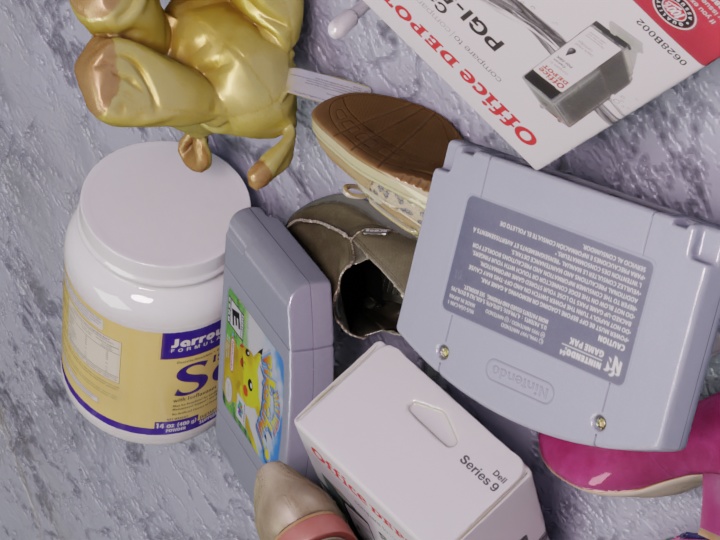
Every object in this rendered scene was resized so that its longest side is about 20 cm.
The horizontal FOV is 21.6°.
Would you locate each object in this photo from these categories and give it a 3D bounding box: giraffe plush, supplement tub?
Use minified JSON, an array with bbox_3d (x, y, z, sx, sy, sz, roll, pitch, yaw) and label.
[{"bbox_3d":[-0.109,-0.143,1.242,0.199,0.174,0.162,32,168,-20],"label":"giraffe plush"},{"bbox_3d":[-0.150,0.017,1.406,0.145,0.145,0.201,44,146,26],"label":"supplement tub"}]

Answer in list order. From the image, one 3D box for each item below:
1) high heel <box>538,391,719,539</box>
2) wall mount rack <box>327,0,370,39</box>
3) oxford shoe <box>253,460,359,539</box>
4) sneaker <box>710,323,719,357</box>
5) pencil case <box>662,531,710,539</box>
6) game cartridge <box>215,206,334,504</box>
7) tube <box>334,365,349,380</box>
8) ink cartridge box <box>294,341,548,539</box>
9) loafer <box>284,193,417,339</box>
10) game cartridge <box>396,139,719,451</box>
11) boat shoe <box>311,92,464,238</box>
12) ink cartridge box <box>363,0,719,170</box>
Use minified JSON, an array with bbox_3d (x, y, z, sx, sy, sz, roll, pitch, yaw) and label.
[{"bbox_3d":[0.171,0.089,1.088,0.200,0.067,0.097,21,108,62],"label":"high heel"},{"bbox_3d":[-0.007,-0.217,1.023,0.174,0.074,0.202,-114,11,-63],"label":"wall mount rack"},{"bbox_3d":[-0.030,0.185,1.256,0.075,0.070,0.201,60,168,28],"label":"oxford shoe"},{"bbox_3d":[0.159,0.033,1.048,0.081,0.076,0.199,31,148,-30],"label":"sneaker"},{"bbox_3d":[0.163,0.211,1.132,0.088,0.087,0.200,56,161,8],"label":"pencil case"},{"bbox_3d":[-0.059,0.074,1.290,0.133,0.040,0.202,44,137,50],"label":"game cartridge"},{"bbox_3d":[-0.033,0.168,1.351,0.058,0.052,0.202,-92,23,-81],"label":"tube"},{"bbox_3d":[0.048,0.160,1.237,0.146,0.084,0.201,39,162,33],"label":"ink cartridge box"},{"bbox_3d":[0.000,0.000,1.243,0.199,0.069,0.076,11,124,52],"label":"loafer"},{"bbox_3d":[0.105,0.017,1.011,0.199,0.041,0.134,24,108,44],"label":"game cartridge"},{"bbox_3d":[0.044,-0.042,1.140,0.200,0.073,0.063,37,139,33],"label":"boat shoe"},{"bbox_3d":[0.105,-0.151,0.915,0.147,0.083,0.200,43,150,-8],"label":"ink cartridge box"}]
